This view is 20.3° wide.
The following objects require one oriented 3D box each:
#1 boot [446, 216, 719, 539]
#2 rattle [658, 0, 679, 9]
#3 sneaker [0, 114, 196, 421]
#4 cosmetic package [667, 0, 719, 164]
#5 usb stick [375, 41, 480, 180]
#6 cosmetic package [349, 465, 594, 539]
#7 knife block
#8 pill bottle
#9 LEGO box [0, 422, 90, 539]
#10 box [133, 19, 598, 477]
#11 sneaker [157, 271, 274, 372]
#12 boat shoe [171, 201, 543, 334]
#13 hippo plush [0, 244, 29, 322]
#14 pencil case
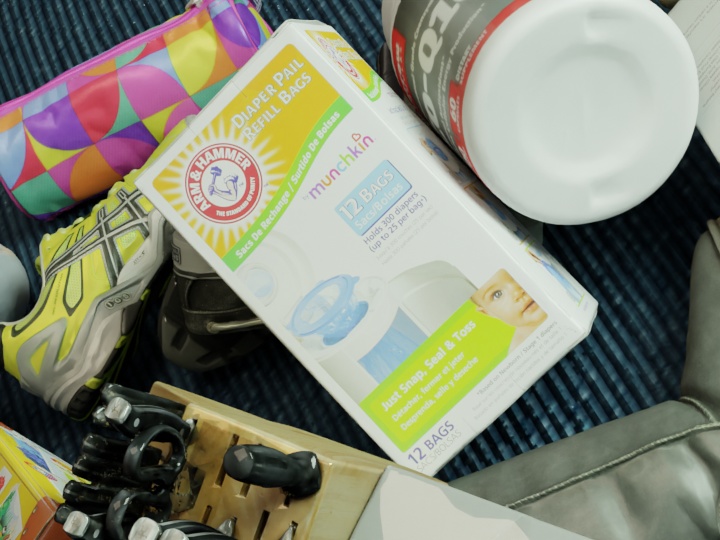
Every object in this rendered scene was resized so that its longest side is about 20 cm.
[{"bbox_3d":[0.116,0.081,0.936,0.200,0.073,0.182,-28,43,21],"label":"boot"},{"bbox_3d":[0.187,-0.200,1.057,0.200,0.143,0.130,-10,15,46],"label":"rattle"},{"bbox_3d":[-0.144,-0.014,1.168,0.076,0.075,0.200,25,64,4],"label":"sneaker"},{"bbox_3d":[0.225,-0.061,0.929,0.085,0.107,0.200,-49,36,25],"label":"cosmetic package"},{"bbox_3d":[0.036,-0.080,1.104,0.055,0.033,0.200,0,30,0],"label":"usb stick"},{"bbox_3d":[0.088,0.163,0.812,0.199,0.107,0.090,14,64,24],"label":"cosmetic package"},{"bbox_3d":[-0.029,0.101,0.810,0.175,0.199,0.064,18,87,67],"label":"knife block"},{"bbox_3d":[0.079,-0.107,0.998,0.114,0.114,0.200,-38,25,1],"label":"pill bottle"},{"bbox_3d":[-0.121,0.150,0.921,0.077,0.149,0.200,-57,22,-4],"label":"LEGO box"},{"bbox_3d":[0.005,-0.012,0.967,0.112,0.200,0.101,-43,-2,11],"label":"box"},{"bbox_3d":[-0.056,-0.029,1.156,0.200,0.075,0.079,-59,19,-15],"label":"sneaker"},{"bbox_3d":[0.000,0.000,1.079,0.199,0.064,0.071,-4,17,8],"label":"boat shoe"},{"bbox_3d":[-0.288,0.041,1.210,0.199,0.160,0.161,14,29,10],"label":"hippo plush"},{"bbox_3d":[-0.139,-0.109,1.258,0.200,0.088,0.089,-29,43,12],"label":"pencil case"}]
